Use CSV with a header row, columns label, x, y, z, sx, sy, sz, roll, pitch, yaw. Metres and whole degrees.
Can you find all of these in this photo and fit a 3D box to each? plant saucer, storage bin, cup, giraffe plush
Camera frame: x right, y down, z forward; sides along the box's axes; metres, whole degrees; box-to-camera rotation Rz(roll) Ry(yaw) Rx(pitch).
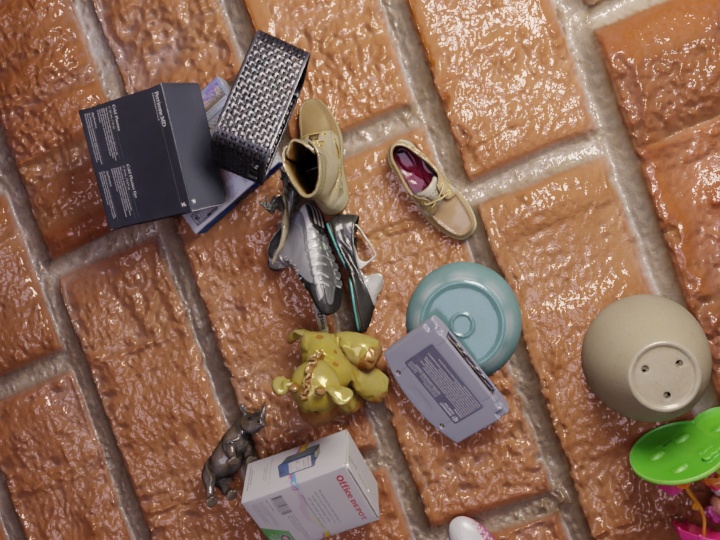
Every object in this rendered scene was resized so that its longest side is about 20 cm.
label,x,y,z,sx,sy,sz,roll,pitch,yaw
plant saucer,0.171,0.089,1.189,0.195,0.036,0.206,1,95,10
storage bin,-0.160,-0.258,1.137,0.092,0.135,0.204,22,76,-6
cup,0.449,0.146,1.087,0.195,0.143,0.206,1,95,10
giraffe plush,-0.055,0.178,1.150,0.170,0.163,0.203,-23,109,22

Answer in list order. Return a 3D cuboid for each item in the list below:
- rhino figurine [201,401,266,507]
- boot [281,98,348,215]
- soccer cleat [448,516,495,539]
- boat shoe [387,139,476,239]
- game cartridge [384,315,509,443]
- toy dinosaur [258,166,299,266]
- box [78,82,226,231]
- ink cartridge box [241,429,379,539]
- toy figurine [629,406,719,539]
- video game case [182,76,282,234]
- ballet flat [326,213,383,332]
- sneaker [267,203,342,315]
label,x,y,z,sx,sy,sz,roll,pitch,yaw
rhino figurine,-0.221,0.315,1.262,0.059,0.087,0.202,25,101,-33
boot,-0.080,-0.199,1.145,0.071,0.155,0.205,-12,82,15
soccer cleat,0.215,0.510,1.190,0.069,0.086,0.202,-33,88,11
boat shoe,0.112,-0.130,1.166,0.074,0.066,0.200,-45,86,11
game cartridge,0.136,0.185,1.178,0.132,0.041,0.201,-37,95,27
toy dinosaur,-0.127,-0.118,1.172,0.046,0.088,0.205,7,70,16
box,-0.340,-0.186,1.170,0.178,0.104,0.205,-7,100,26
ink cartridge box,-0.081,0.378,1.211,0.196,0.088,0.147,-21,119,13
toy figurine,0.543,0.344,1.114,0.197,0.150,0.187,-29,104,-13
video game case,-0.262,-0.198,1.242,0.199,0.045,0.183,-37,88,11
ballet flat,0.000,0.000,1.201,0.067,0.068,0.205,-16,92,3
sneaker,-0.101,-0.003,1.204,0.114,0.075,0.204,-24,62,23
